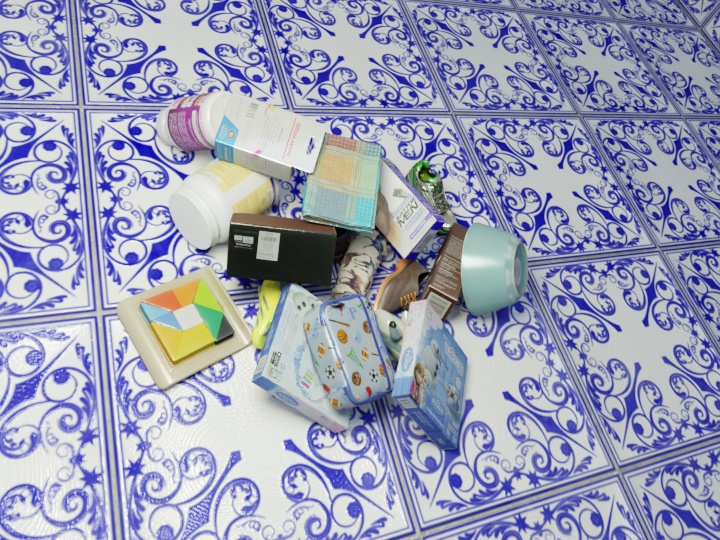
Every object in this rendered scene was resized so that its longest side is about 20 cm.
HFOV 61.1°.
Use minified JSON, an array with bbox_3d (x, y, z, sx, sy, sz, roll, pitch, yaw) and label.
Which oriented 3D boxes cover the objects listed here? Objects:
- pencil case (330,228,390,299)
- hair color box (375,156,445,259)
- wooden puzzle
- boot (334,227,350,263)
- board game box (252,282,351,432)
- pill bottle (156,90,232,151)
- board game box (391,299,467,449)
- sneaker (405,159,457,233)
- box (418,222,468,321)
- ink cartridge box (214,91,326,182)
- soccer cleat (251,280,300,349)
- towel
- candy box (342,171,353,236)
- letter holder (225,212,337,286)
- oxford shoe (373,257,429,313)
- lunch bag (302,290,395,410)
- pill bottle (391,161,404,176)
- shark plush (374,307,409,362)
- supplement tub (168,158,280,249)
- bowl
[{"bbox_3d":[0.000,0.000,1.291,0.087,0.079,0.204,15,52,7],"label":"pencil case"},{"bbox_3d":[0.076,-0.135,1.306,0.201,0.110,0.064,50,22,21],"label":"hair color box"},{"bbox_3d":[-0.321,0.095,1.127,0.197,0.038,0.187,-27,71,-33],"label":"wooden puzzle"},{"bbox_3d":[-0.114,-0.066,1.276,0.194,0.098,0.077,-4,58,-24],"label":"boot"},{"bbox_3d":[-0.086,0.159,1.128,0.197,0.043,0.204,36,47,-25],"label":"board game box"},{"bbox_3d":[-0.342,-0.311,1.287,0.195,0.115,0.113,5,41,37],"label":"pill bottle"},{"bbox_3d":[0.139,0.199,1.165,0.201,0.042,0.203,50,40,-37],"label":"board game box"},{"bbox_3d":[0.173,-0.176,1.471,0.076,0.086,0.203,-19,67,-30],"label":"sneaker"},{"bbox_3d":[0.194,0.004,1.349,0.073,0.101,0.202,27,52,3],"label":"box"},{"bbox_3d":[-0.174,-0.253,1.193,0.194,0.068,0.119,18,69,-5],"label":"ink cartridge box"},{"bbox_3d":[-0.174,0.065,1.201,0.081,0.066,0.204,9,54,19],"label":"soccer cleat"},{"bbox_3d":[-0.033,-0.175,1.182,0.142,0.022,0.206,11,63,-8],"label":"towel"},{"bbox_3d":[-0.048,-0.159,1.298,0.116,0.201,0.056,42,56,10],"label":"candy box"},{"bbox_3d":[-0.151,-0.051,1.166,0.193,0.104,0.143,6,18,-9],"label":"letter holder"},{"bbox_3d":[0.085,0.046,1.288,0.071,0.073,0.201,22,50,18],"label":"oxford shoe"},{"bbox_3d":[-0.015,0.141,1.112,0.158,0.075,0.206,-6,75,-49],"label":"lunch bag"},{"bbox_3d":[0.061,-0.180,1.413,0.109,0.112,0.202,-24,69,-32],"label":"pill bottle"},{"bbox_3d":[0.082,0.163,1.210,0.203,0.082,0.091,59,29,-14],"label":"shark plush"},{"bbox_3d":[-0.274,-0.150,1.239,0.145,0.147,0.200,41,53,9],"label":"supplement tub"},{"bbox_3d":[0.300,-0.003,1.323,0.102,0.204,0.204,-1,44,30],"label":"bowl"}]
